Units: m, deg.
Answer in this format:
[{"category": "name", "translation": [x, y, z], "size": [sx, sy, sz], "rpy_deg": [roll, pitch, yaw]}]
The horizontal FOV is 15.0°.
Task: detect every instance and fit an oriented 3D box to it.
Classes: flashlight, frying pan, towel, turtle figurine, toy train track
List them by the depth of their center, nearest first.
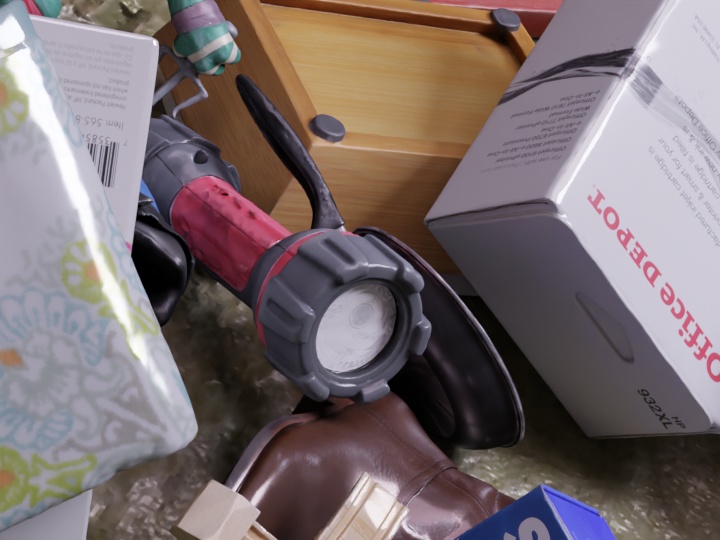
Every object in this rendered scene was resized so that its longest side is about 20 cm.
[{"category": "towel", "translation": [-0.175, 0.019, 0.947], "size": [0.199, 0.172, 0.048], "rpy_deg": [-24, 10, -17]}, {"category": "toy train track", "translation": [0.016, 0.148, 1.008], "size": [0.200, 0.033, 0.115], "rpy_deg": [41, 63, -7]}, {"category": "flashlight", "translation": [-0.048, -0.012, 1.149], "size": [0.068, 0.068, 0.200], "rpy_deg": [2, 22, -35]}, {"category": "frying pan", "translation": [0.007, 0.002, 1.160], "size": [0.031, 0.115, 0.191], "rpy_deg": [-37, 104, -17]}, {"category": "turtle figurine", "translation": [-0.112, -0.144, 1.249], "size": [0.149, 0.101, 0.200], "rpy_deg": [29, 58, 27]}]

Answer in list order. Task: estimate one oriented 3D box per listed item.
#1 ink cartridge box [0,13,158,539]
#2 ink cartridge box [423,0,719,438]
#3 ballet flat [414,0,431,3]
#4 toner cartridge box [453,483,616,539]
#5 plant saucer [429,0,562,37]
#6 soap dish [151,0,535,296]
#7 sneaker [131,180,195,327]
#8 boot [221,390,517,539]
[{"category": "ink cartridge box", "translation": [-0.149, 0.005, 1.014], "size": [0.114, 0.201, 0.068], "rpy_deg": [9, -3, -18]}, {"category": "ink cartridge box", "translation": [0.136, -0.045, 1.241], "size": [0.145, 0.083, 0.200], "rpy_deg": [51, 54, -26]}, {"category": "ballet flat", "translation": [-0.045, -0.157, 1.430], "size": [0.199, 0.047, 0.067], "rpy_deg": [33, 38, 18]}, {"category": "toner cartridge box", "translation": [0.107, 0.177, 0.989], "size": [0.201, 0.043, 0.095], "rpy_deg": [61, 11, 19]}, {"category": "plant saucer", "translation": [0.055, -0.194, 1.551], "size": [0.199, 0.037, 0.200], "rpy_deg": [0, 43, -35]}, {"category": "soap dish", "translation": [0.015, -0.065, 1.305], "size": [0.199, 0.081, 0.158], "rpy_deg": [4, 39, -29]}, {"category": "sneaker", "translation": [-0.156, -0.013, 1.084], "size": [0.199, 0.077, 0.111], "rpy_deg": [4, 30, -42]}, {"category": "boot", "translation": [0.036, 0.132, 1.076], "size": [0.200, 0.064, 0.186], "rpy_deg": [37, 36, 6]}]
